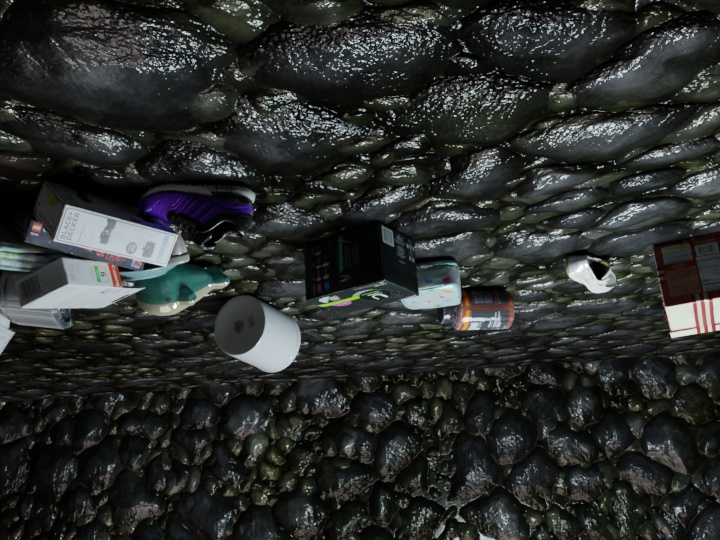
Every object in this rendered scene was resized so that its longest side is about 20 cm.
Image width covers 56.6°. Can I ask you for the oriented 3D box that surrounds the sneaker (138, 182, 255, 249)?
[{"bbox_3d":[-0.274,-0.085,1.106,0.195,0.102,0.070,-1,162,2],"label":"sneaker"}]

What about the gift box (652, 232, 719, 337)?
[{"bbox_3d":[0.786,0.028,1.544,0.181,0.204,0.187,-8,147,27],"label":"gift box"}]

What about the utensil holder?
[{"bbox_3d":[-0.275,0.169,1.786,0.166,0.174,0.200,-10,159,19],"label":"utensil holder"}]

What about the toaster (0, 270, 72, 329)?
[{"bbox_3d":[-0.701,0.059,1.453,0.126,0.117,0.200,3,163,-13],"label":"toaster"}]

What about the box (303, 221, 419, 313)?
[{"bbox_3d":[0.000,0.000,1.389,0.197,0.127,0.147,-16,158,31],"label":"box"}]

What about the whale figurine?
[{"bbox_3d":[-0.385,0.019,1.435,0.196,0.106,0.159,-16,-152,-23],"label":"whale figurine"}]

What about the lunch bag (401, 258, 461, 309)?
[{"bbox_3d":[0.162,0.036,1.607,0.156,0.079,0.200,-5,162,10],"label":"lunch bag"}]

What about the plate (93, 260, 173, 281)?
[{"bbox_3d":[-0.450,-0.003,1.310,0.195,0.026,0.200,-2,-169,0],"label":"plate"}]

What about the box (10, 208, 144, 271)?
[{"bbox_3d":[-0.487,-0.052,1.157,0.197,0.039,0.135,18,-179,-39],"label":"box"}]

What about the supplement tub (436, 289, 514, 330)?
[{"bbox_3d":[0.308,0.106,1.803,0.195,0.110,0.107,0,162,-11],"label":"supplement tub"}]

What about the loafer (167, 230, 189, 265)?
[{"bbox_3d":[-0.402,-0.048,1.283,0.196,0.065,0.071,3,-165,36],"label":"loafer"}]

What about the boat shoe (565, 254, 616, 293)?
[{"bbox_3d":[0.571,0.007,1.604,0.197,0.073,0.069,14,157,-41],"label":"boat shoe"}]

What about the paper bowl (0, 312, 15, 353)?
[{"bbox_3d":[-0.857,0.094,1.468,0.198,0.106,0.201,28,162,10],"label":"paper bowl"}]

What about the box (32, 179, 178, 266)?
[{"bbox_3d":[-0.414,-0.075,1.091,0.198,0.061,0.116,16,-166,-45],"label":"box"}]

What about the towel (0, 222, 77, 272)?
[{"bbox_3d":[-0.601,-0.047,1.116,0.168,0.049,0.200,23,-178,16],"label":"towel"}]

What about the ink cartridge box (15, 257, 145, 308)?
[{"bbox_3d":[-0.484,0.025,1.170,0.107,0.051,0.199,-22,171,17],"label":"ink cartridge box"}]
